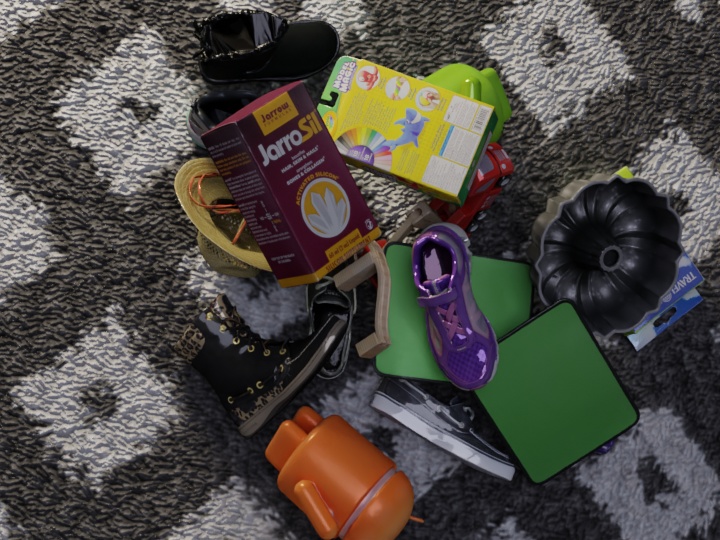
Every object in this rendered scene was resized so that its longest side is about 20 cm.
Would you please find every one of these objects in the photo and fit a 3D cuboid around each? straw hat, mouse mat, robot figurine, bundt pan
[{"bbox_3d":[-0.149,-0.040,1.674,0.200,0.202,0.085,33,123,-3],"label":"straw hat"},{"bbox_3d":[0.229,0.148,1.657,0.160,0.008,0.201,-32,111,4],"label":"mouse mat"},{"bbox_3d":[0.114,0.057,1.657,0.197,0.008,0.163,8,82,-14],"label":"mouse mat"},{"bbox_3d":[-0.020,0.254,1.636,0.199,0.144,0.117,40,86,11],"label":"robot figurine"},{"bbox_3d":[0.096,-0.178,1.696,0.199,0.174,0.117,-33,108,-32],"label":"robot figurine"},{"bbox_3d":[0.286,-0.025,1.668,0.199,0.076,0.205,-6,110,-18],"label":"bundt pan"}]

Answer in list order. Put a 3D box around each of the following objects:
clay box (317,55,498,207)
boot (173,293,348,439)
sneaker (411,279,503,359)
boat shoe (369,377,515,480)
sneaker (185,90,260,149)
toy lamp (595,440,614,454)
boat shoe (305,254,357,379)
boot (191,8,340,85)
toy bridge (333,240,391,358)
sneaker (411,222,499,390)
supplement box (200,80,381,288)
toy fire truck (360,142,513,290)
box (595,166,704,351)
[{"bbox_3d":[0.046,-0.163,1.595,0.198,0.048,0.116,22,83,17],"label":"clay box"},{"bbox_3d":[-0.122,0.088,1.645,0.151,0.073,0.200,45,118,4],"label":"boot"},{"bbox_3d":[0.109,0.045,1.714,0.199,0.077,0.088,-36,60,-23],"label":"sneaker"},{"bbox_3d":[0.110,0.187,1.698,0.198,0.072,0.068,30,82,4],"label":"boat shoe"},{"bbox_3d":[-0.115,-0.167,1.670,0.197,0.140,0.079,11,82,-6],"label":"sneaker"},{"bbox_3d":[0.225,0.168,1.721,0.198,0.058,0.059,29,80,-1],"label":"toy lamp"},{"bbox_3d":[-0.034,0.031,1.696,0.070,0.064,0.203,-1,83,-7],"label":"boat shoe"},{"bbox_3d":[-0.112,-0.277,1.672,0.195,0.162,0.074,-11,86,-9],"label":"boot"},{"bbox_3d":[0.000,0.000,1.639,0.067,0.027,0.202,-33,60,29],"label":"toy bridge"},{"bbox_3d":[0.101,0.040,1.591,0.079,0.088,0.203,-17,81,13],"label":"sneaker"},{"bbox_3d":[-0.078,-0.096,1.565,0.110,0.085,0.202,-36,104,-32],"label":"supplement box"},{"bbox_3d":[0.091,-0.066,1.683,0.140,0.201,0.049,-20,64,-36],"label":"toy fire truck"},{"bbox_3d":[0.344,-0.014,1.762,0.121,0.048,0.201,-35,88,-10],"label":"box"}]
